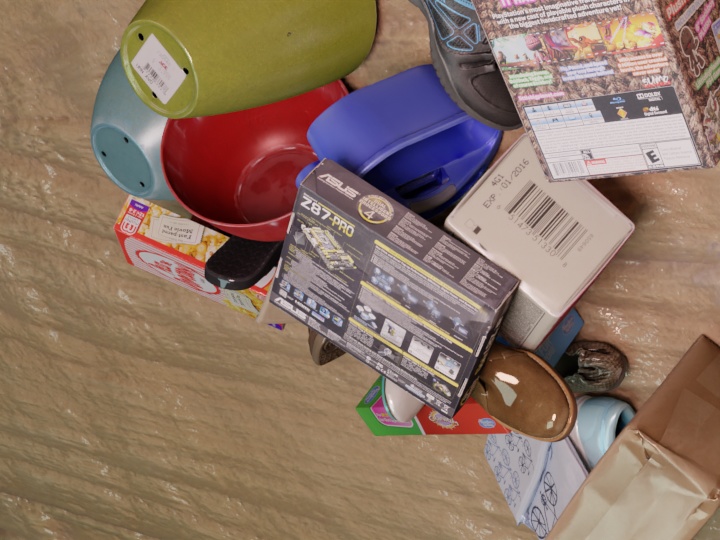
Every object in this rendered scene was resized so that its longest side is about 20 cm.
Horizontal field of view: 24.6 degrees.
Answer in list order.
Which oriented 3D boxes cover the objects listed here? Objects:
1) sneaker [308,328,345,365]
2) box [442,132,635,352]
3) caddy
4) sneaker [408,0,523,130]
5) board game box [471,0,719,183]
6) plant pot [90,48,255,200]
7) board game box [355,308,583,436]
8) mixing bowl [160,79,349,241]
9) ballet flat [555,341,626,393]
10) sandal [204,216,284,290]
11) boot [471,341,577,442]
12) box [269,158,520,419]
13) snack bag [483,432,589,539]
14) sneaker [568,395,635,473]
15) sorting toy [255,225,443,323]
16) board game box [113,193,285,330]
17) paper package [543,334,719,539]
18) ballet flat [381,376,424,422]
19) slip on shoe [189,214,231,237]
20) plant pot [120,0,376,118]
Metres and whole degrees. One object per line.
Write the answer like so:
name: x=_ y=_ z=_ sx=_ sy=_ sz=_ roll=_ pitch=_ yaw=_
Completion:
sneaker: x=-0.028 y=0.021 z=1.808 sx=0.076 sy=0.070 sz=0.201 roll=53 pitch=148 yaw=26
box: x=0.147 y=-0.018 z=1.456 sx=0.128 sy=0.109 sz=0.200 roll=41 pitch=170 yaw=7
caddy: x=0.038 y=-0.094 z=1.492 sx=0.105 sy=0.199 sz=0.142 roll=50 pitch=149 yaw=25
sneaker: x=0.098 y=-0.209 z=1.407 sx=0.082 sy=0.073 sz=0.201 roll=-12 pitch=116 yaw=52
board game box: x=0.196 y=-0.183 z=1.290 sx=0.158 sy=0.097 sz=0.201 roll=-2 pitch=123 yaw=41
plant pot: x=-0.207 y=-0.152 z=1.748 sx=0.199 sy=0.135 sz=0.201 roll=28 pitch=142 yaw=25
board game box: x=0.106 y=0.096 z=1.638 sx=0.199 sy=0.153 sz=0.040 roll=-9 pitch=125 yaw=50
mixing bowl: x=-0.088 y=-0.105 z=1.640 sx=0.199 sy=0.201 sz=0.109 roll=27 pitch=162 yaw=27
ballet flat: x=0.171 y=0.101 z=1.636 sx=0.199 sy=0.068 sz=0.046 roll=-8 pitch=162 yaw=43
sandal: x=-0.094 y=-0.026 z=1.691 sx=0.075 sy=0.200 sz=0.045 roll=18 pitch=128 yaw=24
boot: x=0.107 y=0.091 z=1.481 sx=0.200 sy=0.075 sz=0.074 roll=36 pitch=107 yaw=35
box: x=0.024 y=0.019 z=1.409 sx=0.199 sy=0.049 sz=0.162 roll=32 pitch=142 yaw=13
snack bag: x=0.185 y=0.212 z=1.709 sx=0.189 sy=0.021 sz=0.201 roll=99 pitch=151 yaw=-50
sneaker: x=0.276 y=0.214 z=1.644 sx=0.082 sy=0.074 sz=0.201 roll=-8 pitch=119 yaw=57
sorting toy: x=0.000 y=0.000 z=1.672 sx=0.200 sy=0.183 sz=0.037 roll=121 pitch=144 yaw=-57
board game box: x=-0.167 y=-0.007 z=1.819 sx=0.198 sy=0.047 sz=0.152 roll=24 pitch=167 yaw=4
paper package: x=0.269 y=0.184 z=1.474 sx=0.103 sy=0.200 sz=0.191 roll=38 pitch=127 yaw=11
ballet flat: x=0.071 y=0.070 z=1.608 sx=0.069 sy=0.200 sz=0.070 roll=8 pitch=123 yaw=12
slip on shoe: x=-0.143 y=-0.051 z=1.839 sx=0.074 sy=0.062 sz=0.199 roll=38 pitch=150 yaw=-18
plant pot: x=-0.116 y=-0.219 z=1.497 sx=0.186 sy=0.200 sz=0.189 roll=23 pitch=132 yaw=28
